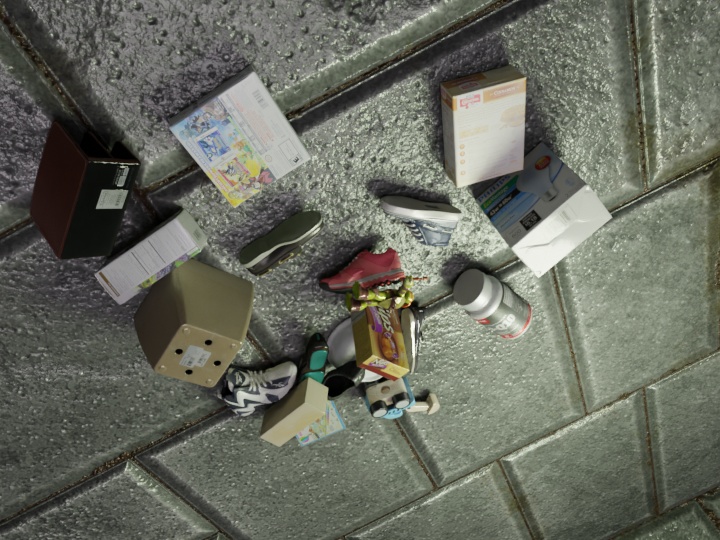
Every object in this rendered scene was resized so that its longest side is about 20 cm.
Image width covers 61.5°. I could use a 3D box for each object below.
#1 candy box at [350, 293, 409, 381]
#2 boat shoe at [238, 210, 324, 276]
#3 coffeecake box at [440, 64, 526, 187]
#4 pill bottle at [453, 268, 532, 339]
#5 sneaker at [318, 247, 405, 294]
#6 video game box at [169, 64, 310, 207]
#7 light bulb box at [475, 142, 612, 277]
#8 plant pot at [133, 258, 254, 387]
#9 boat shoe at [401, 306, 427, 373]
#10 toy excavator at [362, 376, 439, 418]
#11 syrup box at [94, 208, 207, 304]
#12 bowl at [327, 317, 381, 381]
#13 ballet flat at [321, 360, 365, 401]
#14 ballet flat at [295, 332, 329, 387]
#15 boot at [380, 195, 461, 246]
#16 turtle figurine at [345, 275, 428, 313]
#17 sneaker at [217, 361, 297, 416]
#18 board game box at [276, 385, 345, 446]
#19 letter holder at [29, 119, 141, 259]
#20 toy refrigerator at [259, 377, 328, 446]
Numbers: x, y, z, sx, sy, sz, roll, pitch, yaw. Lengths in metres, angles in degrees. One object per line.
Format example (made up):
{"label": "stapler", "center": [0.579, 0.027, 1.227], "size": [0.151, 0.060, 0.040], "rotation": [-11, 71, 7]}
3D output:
{"label": "candy box", "center": [0.040, 0.141, 1.386], "size": [0.116, 0.202, 0.056], "rotation": [27, 128, -33]}
{"label": "boat shoe", "center": [-0.156, -0.055, 1.263], "size": [0.199, 0.072, 0.061], "rotation": [-28, 134, 12]}
{"label": "coffeecake box", "center": [0.247, -0.287, 1.220], "size": [0.151, 0.073, 0.202], "rotation": [-16, 129, -7]}
{"label": "pill bottle", "center": [0.325, 0.083, 1.497], "size": [0.199, 0.114, 0.114], "rotation": [31, 112, -34]}
{"label": "sneaker", "center": [0.000, 0.000, 1.365], "size": [0.197, 0.088, 0.074], "rotation": [-11, 169, 11]}
{"label": "video game box", "center": [-0.218, -0.241, 1.116], "size": [0.181, 0.047, 0.201], "rotation": [-32, 129, 4]}
{"label": "light bulb box", "center": [0.385, -0.133, 1.300], "size": [0.198, 0.201, 0.124], "rotation": [-42, 126, 14]}
{"label": "plant pot", "center": [-0.340, 0.121, 1.260], "size": [0.198, 0.178, 0.201], "rotation": [24, 116, -32]}
{"label": "boat shoe", "center": [0.141, 0.176, 1.533], "size": [0.062, 0.073, 0.202], "rotation": [-16, 126, -19]}
{"label": "toy excavator", "center": [0.113, 0.354, 1.655], "size": [0.192, 0.101, 0.201], "rotation": [-20, 142, -1]}
{"label": "syrup box", "center": [-0.405, -0.028, 1.176], "size": [0.199, 0.079, 0.082], "rotation": [-33, 108, 7]}
{"label": "bowl", "center": [0.018, 0.210, 1.505], "size": [0.198, 0.091, 0.203], "rotation": [-10, 128, -12]}
{"label": "ballet flat", "center": [-0.055, 0.273, 1.469], "size": [0.066, 0.057, 0.200], "rotation": [46, 137, 1]}
{"label": "ballet flat", "center": [-0.116, 0.227, 1.480], "size": [0.067, 0.069, 0.201], "rotation": [3, 134, -21]}
{"label": "boot", "center": [0.124, -0.101, 1.317], "size": [0.197, 0.073, 0.091], "rotation": [6, 118, -24]}
{"label": "turtle figurine", "center": [0.051, 0.062, 1.313], "size": [0.159, 0.065, 0.200], "rotation": [-1, 163, -23]}
{"label": "sneaker", "center": [-0.259, 0.267, 1.459], "size": [0.197, 0.080, 0.130], "rotation": [-29, 139, 17]}
{"label": "board game box", "center": [-0.130, 0.376, 1.614], "size": [0.133, 0.034, 0.202], "rotation": [-21, 129, -3]}
{"label": "letter holder", "center": [-0.494, -0.145, 1.072], "size": [0.100, 0.142, 0.201], "rotation": [-10, 136, -53]}
{"label": "toy refrigerator", "center": [-0.163, 0.352, 1.494], "size": [0.070, 0.077, 0.200], "rotation": [33, 126, -23]}
